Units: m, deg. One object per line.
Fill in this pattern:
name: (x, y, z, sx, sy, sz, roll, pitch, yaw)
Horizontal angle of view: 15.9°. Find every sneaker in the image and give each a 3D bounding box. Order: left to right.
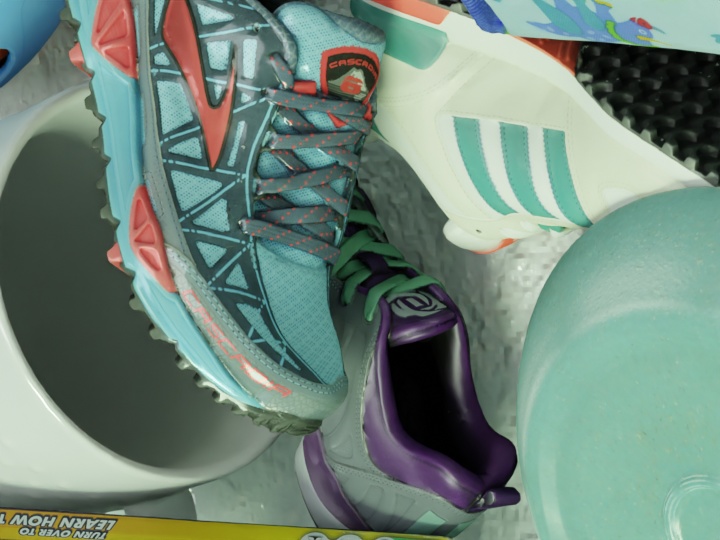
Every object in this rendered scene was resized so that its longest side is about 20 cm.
sneaker: (-0.035, -0.047, 0.834, 0.095, 0.079, 0.200, -26, 71, 24)
sneaker: (0.000, 0.000, 0.890, 0.088, 0.074, 0.200, -34, 78, 53)
sneaker: (0.072, -0.039, 0.847, 0.200, 0.070, 0.093, 33, 134, 31)

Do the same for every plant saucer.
plant saucer: (0.117, 0.074, 0.779, 0.200, 0.036, 0.200, 22, 125, 35)

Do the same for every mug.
mug: (-0.120, 0.048, 0.961, 0.175, 0.148, 0.200, -20, 89, 44)

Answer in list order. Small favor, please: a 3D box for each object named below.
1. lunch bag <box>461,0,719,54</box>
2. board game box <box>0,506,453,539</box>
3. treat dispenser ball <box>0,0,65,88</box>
lunch bag: (0.115, -0.166, 0.756, 0.170, 0.127, 0.200, 11, 70, 40)
board game box: (-0.076, 0.160, 0.840, 0.200, 0.165, 0.057, 2, 135, 11)
treat dispenser ball: (-0.199, -0.149, 0.980, 0.201, 0.201, 0.201, 3, 94, 41)
